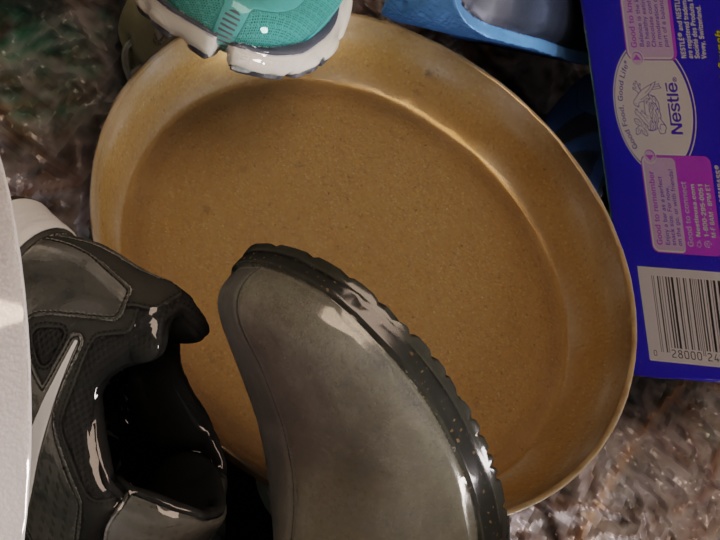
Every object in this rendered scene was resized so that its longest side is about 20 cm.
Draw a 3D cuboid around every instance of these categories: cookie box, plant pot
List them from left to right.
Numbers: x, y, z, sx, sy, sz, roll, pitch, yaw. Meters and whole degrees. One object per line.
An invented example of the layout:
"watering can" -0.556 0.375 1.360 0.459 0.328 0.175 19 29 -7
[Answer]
"plant pot" 0.000 0.000 0.784 0.199 0.028 0.201 14 53 -19
"cookie box" 0.176 -0.070 0.907 0.200 0.075 0.172 -28 114 -45

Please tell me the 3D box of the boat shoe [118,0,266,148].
"boat shoe" -0.059 -0.089 0.877 0.062 0.072 0.201 -7 65 11

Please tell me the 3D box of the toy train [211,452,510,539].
"toy train" -0.002 0.132 0.783 0.113 0.085 0.201 16 60 -31

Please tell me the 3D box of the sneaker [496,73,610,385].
"sneaker" 0.054 -0.017 0.892 0.078 0.066 0.201 16 47 11

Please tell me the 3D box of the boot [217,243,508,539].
"boot" -0.016 0.105 0.662 0.130 0.068 0.201 -38 115 -29

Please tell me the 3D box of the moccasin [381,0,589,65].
"moccasin" 0.068 -0.116 0.882 0.080 0.200 0.069 13 96 14

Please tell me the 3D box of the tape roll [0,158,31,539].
"tape roll" -0.145 0.032 0.681 0.037 0.203 0.204 -1 67 -27

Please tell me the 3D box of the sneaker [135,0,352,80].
"sneaker" -0.020 -0.136 0.803 0.077 0.080 0.200 27 41 2

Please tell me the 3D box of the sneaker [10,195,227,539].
"sneaker" -0.083 0.083 0.701 0.090 0.201 0.066 15 20 30
